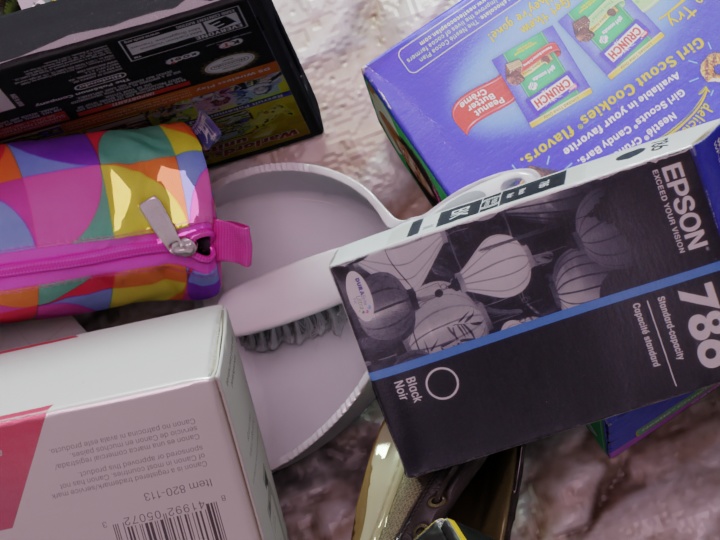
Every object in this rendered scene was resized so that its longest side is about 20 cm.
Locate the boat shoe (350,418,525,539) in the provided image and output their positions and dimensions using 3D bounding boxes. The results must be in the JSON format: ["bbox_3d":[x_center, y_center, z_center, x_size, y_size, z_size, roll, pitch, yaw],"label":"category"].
[{"bbox_3d":[0.028,0.141,0.965,0.064,0.073,0.201,-10,54,30],"label":"boat shoe"}]

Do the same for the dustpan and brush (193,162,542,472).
[{"bbox_3d":[0.000,0.000,1.013,0.199,0.057,0.141,-21,70,22],"label":"dustpan and brush"}]

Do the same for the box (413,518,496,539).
[{"bbox_3d":[0.008,0.217,0.860,0.200,0.049,0.160,-43,51,16],"label":"box"}]

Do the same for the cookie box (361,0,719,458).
[{"bbox_3d":[0.124,-0.048,1.033,0.171,0.075,0.201,-33,70,-1],"label":"cookie box"}]

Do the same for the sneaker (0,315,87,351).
[{"bbox_3d":[-0.208,0.034,1.072,0.199,0.074,0.116,27,58,26],"label":"sneaker"}]

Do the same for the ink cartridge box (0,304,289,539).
[{"bbox_3d":[-0.102,0.133,0.956,0.145,0.083,0.201,-12,110,5],"label":"ink cartridge box"}]

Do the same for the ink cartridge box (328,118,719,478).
[{"bbox_3d":[0.096,0.008,0.941,0.199,0.039,0.100,-20,100,10],"label":"ink cartridge box"}]

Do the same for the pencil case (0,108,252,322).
[{"bbox_3d":[-0.153,-0.015,0.999,0.198,0.088,0.089,-9,70,-17],"label":"pencil case"}]

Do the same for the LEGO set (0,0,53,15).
[{"bbox_3d":[-0.167,-0.164,1.076,0.200,0.154,0.116,-41,88,2],"label":"LEGO set"}]

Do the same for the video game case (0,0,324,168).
[{"bbox_3d":[-0.126,-0.073,1.025,0.198,0.181,0.026,-16,73,4],"label":"video game case"}]
